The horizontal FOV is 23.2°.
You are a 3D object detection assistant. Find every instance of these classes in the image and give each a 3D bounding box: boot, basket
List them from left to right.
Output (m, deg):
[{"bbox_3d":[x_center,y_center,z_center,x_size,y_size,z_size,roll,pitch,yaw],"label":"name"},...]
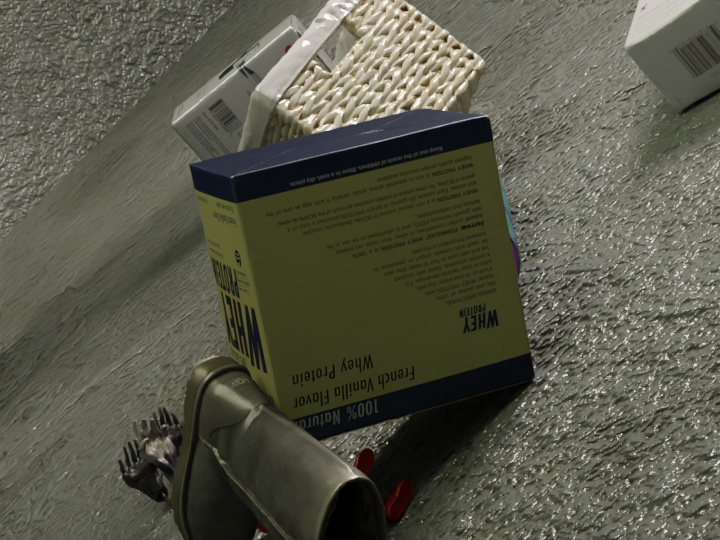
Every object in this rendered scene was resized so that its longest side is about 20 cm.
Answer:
[{"bbox_3d":[-0.054,0.169,1.197,0.072,0.182,0.200,-22,37,-31],"label":"boot"},{"bbox_3d":[-0.003,-0.139,1.682,0.198,0.161,0.200,-53,-10,-30],"label":"basket"}]

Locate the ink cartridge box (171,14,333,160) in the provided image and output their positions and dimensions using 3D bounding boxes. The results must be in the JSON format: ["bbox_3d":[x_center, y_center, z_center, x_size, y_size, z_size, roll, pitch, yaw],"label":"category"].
[{"bbox_3d":[-0.114,-0.201,2.193,0.200,0.147,0.083,-37,17,12],"label":"ink cartridge box"}]

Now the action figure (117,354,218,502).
[{"bbox_3d":[-0.141,0.143,1.529,0.119,0.102,0.200,-40,12,-36],"label":"action figure"}]

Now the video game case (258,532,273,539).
[{"bbox_3d":[-0.091,0.274,1.223,0.181,0.036,0.200,-41,18,3],"label":"video game case"}]

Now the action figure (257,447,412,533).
[{"bbox_3d":[-0.034,0.151,1.345,0.200,0.065,0.099,-19,37,48],"label":"action figure"}]

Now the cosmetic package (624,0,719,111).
[{"bbox_3d":[0.305,-0.237,1.512,0.113,0.081,0.200,-33,21,32],"label":"cosmetic package"}]

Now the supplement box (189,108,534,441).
[{"bbox_3d":[0.000,0.000,1.297,0.199,0.200,0.134,-15,11,-16],"label":"supplement box"}]

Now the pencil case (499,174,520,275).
[{"bbox_3d":[0.086,-0.038,1.500,0.200,0.085,0.093,-93,15,-67],"label":"pencil case"}]
